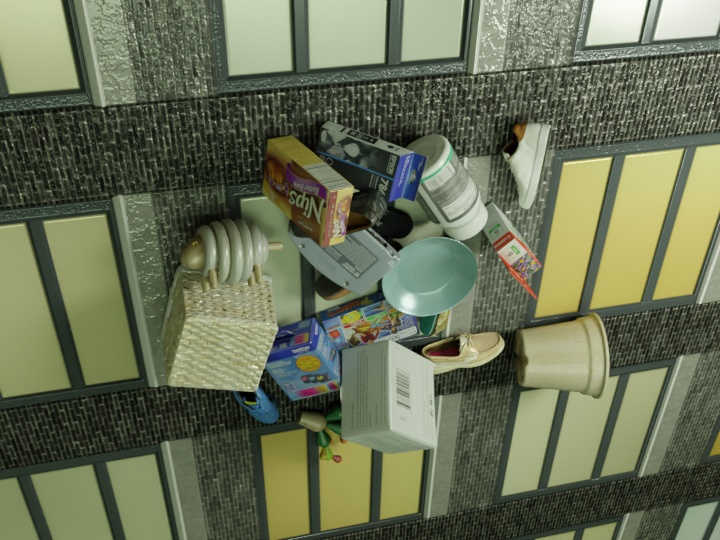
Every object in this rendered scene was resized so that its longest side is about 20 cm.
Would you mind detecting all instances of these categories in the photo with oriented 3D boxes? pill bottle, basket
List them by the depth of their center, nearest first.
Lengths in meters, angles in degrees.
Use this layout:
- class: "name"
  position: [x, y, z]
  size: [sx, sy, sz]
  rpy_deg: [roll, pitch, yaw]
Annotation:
- class: "pill bottle"
  position: [0.162, -0.156, 1.597]
  size: [0.113, 0.113, 0.200]
  rpy_deg: [-32, 129, 9]
- class: "basket"
  position: [-0.284, 0.118, 1.643]
  size: [0.200, 0.161, 0.199]
  rpy_deg: [9, 124, -20]

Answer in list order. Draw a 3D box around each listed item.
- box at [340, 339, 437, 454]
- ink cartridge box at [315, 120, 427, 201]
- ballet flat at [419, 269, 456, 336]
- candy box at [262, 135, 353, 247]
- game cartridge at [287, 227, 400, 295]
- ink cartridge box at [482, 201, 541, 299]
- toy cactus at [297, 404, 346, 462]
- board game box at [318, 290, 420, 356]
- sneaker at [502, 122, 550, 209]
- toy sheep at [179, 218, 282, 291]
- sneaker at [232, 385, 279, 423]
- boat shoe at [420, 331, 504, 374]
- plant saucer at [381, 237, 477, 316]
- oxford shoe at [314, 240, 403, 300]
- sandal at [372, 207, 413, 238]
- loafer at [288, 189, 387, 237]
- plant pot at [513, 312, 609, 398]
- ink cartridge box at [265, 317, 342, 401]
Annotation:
- class: "box"
  position: [0.063, 0.281, 1.801]
  size: [0.130, 0.199, 0.200]
  rpy_deg: [-15, 152, 30]
- class: "ink cartridge box"
  position: [0.015, -0.193, 1.507]
  size: [0.200, 0.039, 0.100]
  rpy_deg: [20, 124, 10]
- class: "ballet flat"
  position: [0.182, 0.058, 1.804]
  size: [0.071, 0.071, 0.200]
  rpy_deg: [3, 125, -18]
- class: "candy box"
  position: [-0.097, -0.143, 1.471]
  size: [0.056, 0.200, 0.117]
  rpy_deg: [-16, 133, -33]
- class: "game cartridge"
  position: [-0.038, -0.047, 1.613]
  size: [0.200, 0.042, 0.133]
  rpy_deg: [42, 119, -16]
- class: "ink cartridge box"
  position: [0.310, -0.042, 1.671]
  size: [0.050, 0.200, 0.109]
  rpy_deg: [-39, 127, 15]
- class: "toy cactus"
  position: [-0.070, 0.378, 1.959]
  size: [0.165, 0.102, 0.200]
  rpy_deg: [19, 128, -17]
- class: "board game box"
  position: [0.022, 0.117, 1.812]
  size: [0.200, 0.034, 0.136]
  rpy_deg: [-19, 130, -2]
- class: "sneaker"
  position: [0.323, -0.213, 1.645]
  size: [0.084, 0.073, 0.200]
  rpy_deg: [12, 135, 12]
- class: "toy sheep"
  position: [-0.243, -0.033, 1.560]
  size: [0.200, 0.138, 0.138]
  rpy_deg: [-6, 129, -29]
- class: "sneaker"
  position: [-0.237, 0.296, 1.846]
  size: [0.066, 0.079, 0.200]
  rpy_deg: [-26, 131, 2]
- class: "boat shoe"
  position: [0.234, 0.181, 1.901]
  size: [0.200, 0.074, 0.069]
  rpy_deg: [-18, 135, -1]
- class: "plant saucer"
  position: [0.139, 0.006, 1.692]
  size: [0.200, 0.039, 0.201]
  rpy_deg: [-5, 127, -7]
- class: "oxford shoe"
  position: [0.000, 0.000, 1.712]
  size: [0.200, 0.071, 0.071]
  rpy_deg: [-27, 159, 1]
- class: "sandal"
  position: [0.014, -0.101, 1.637]
  size: [0.200, 0.043, 0.076]
  rpy_deg: [6, 124, -19]
- class: "loafer"
  position: [-0.051, -0.095, 1.519]
  size: [0.200, 0.072, 0.073]
  rpy_deg: [-15, 119, 27]
- class: "plant pot"
  position: [0.459, 0.200, 1.926]
  size: [0.183, 0.201, 0.201]
  rpy_deg: [-1, 128, -1]
- class: "ink cartridge box"
  position: [-0.132, 0.183, 1.771]
  size: [0.136, 0.076, 0.200]
  rpy_deg: [-17, 130, 19]
